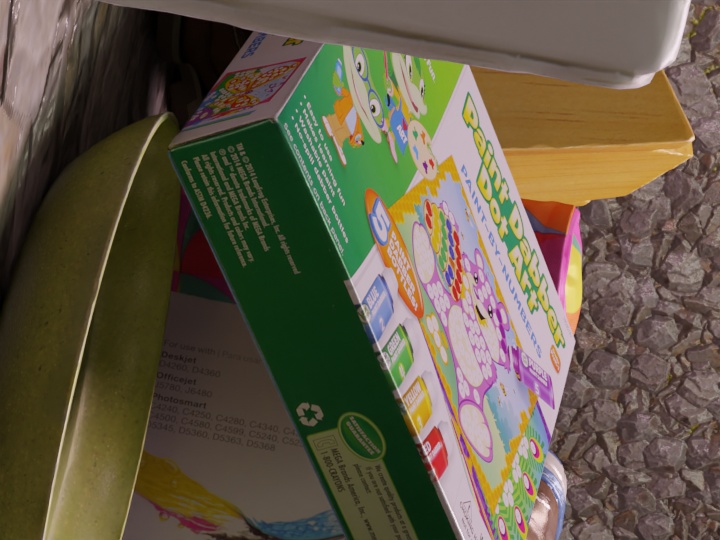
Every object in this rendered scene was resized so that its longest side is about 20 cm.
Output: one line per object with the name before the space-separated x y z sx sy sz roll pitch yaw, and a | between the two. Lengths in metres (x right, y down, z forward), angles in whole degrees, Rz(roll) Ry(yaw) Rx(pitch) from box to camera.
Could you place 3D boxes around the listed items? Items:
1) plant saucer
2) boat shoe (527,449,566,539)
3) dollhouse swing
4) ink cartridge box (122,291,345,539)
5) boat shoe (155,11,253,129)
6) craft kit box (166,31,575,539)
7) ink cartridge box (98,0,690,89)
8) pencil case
plant saucer | -0.091 0.047 0.615 0.200 0.031 0.202 12 90 -89
boat shoe | 0.066 0.183 1.024 0.073 0.071 0.202 -68 160 -53
dollhouse swing | 0.047 -0.126 0.940 0.200 0.180 0.178 133 -46 -81
ink cartridge box | -0.048 0.137 0.821 0.147 0.144 0.202 102 -1 -57
boat shoe | -0.040 -0.102 0.792 0.200 0.067 0.073 92 11 -80
craft kit box | 0.015 -0.003 0.718 0.198 0.048 0.201 -69 140 -60
ink cartridge box | 0.002 -0.147 0.334 0.084 0.144 0.202 -83 -176 -66
pencil case | 0.000 0.000 0.883 0.088 0.198 0.089 7 90 -81
